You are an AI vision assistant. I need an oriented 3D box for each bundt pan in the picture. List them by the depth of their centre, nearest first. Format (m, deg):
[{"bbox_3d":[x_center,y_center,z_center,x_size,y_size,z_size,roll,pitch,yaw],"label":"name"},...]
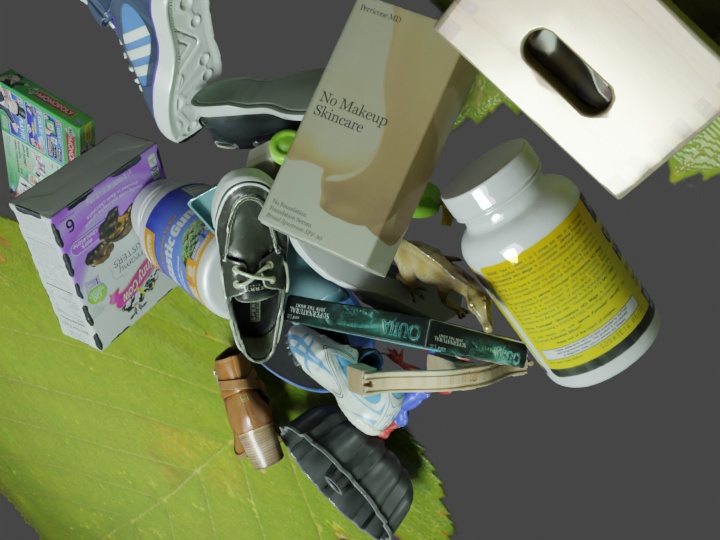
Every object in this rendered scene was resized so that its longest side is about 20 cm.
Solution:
[{"bbox_3d":[-0.010,0.250,1.078,0.202,0.076,0.202,39,156,21],"label":"bundt pan"}]

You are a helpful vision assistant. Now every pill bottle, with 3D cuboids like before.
[{"bbox_3d":[0.159,-0.008,0.718,0.112,0.112,0.200,-22,111,46],"label":"pill bottle"},{"bbox_3d":[-0.172,-0.034,0.920,0.200,0.112,0.112,29,143,44],"label":"pill bottle"}]

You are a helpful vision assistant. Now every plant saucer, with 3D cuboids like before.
[{"bbox_3d":[-0.086,-0.021,0.828,0.070,0.019,0.200,-27,133,11],"label":"plant saucer"}]

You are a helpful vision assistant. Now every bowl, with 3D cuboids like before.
[{"bbox_3d":[-0.078,0.068,1.022,0.200,0.039,0.201,21,136,22],"label":"bowl"}]

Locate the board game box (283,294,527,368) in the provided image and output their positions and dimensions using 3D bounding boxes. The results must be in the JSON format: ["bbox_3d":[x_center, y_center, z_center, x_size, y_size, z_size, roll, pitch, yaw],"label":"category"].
[{"bbox_3d":[0.039,0.057,0.794,0.135,0.028,0.200,16,174,-40],"label":"board game box"}]

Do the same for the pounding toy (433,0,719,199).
[{"bbox_3d":[0.134,-0.168,0.561,0.200,0.184,0.142,42,128,-2],"label":"pounding toy"}]

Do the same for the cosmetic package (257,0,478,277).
[{"bbox_3d":[0.010,-0.107,0.681,0.105,0.201,0.071,23,179,17],"label":"cosmetic package"}]

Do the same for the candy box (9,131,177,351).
[{"bbox_3d":[-0.298,-0.035,0.998,0.071,0.168,0.200,19,136,27],"label":"candy box"}]

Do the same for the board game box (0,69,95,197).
[{"bbox_3d":[-0.403,-0.144,1.088,0.134,0.029,0.200,30,138,10],"label":"board game box"}]

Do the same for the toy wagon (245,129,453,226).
[{"bbox_3d":[-0.007,-0.076,0.804,0.199,0.040,0.155,6,156,3],"label":"toy wagon"}]

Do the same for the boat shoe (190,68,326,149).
[{"bbox_3d":[-0.070,-0.149,0.802,0.200,0.076,0.060,10,139,34],"label":"boat shoe"}]

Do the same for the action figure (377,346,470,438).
[{"bbox_3d":[0.048,0.117,0.950,0.099,0.065,0.200,38,140,-7],"label":"action figure"}]

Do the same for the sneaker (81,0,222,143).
[{"bbox_3d":[-0.217,-0.239,0.834,0.146,0.081,0.200,35,145,21],"label":"sneaker"}]

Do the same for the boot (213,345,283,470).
[{"bbox_3d":[-0.163,0.182,1.158,0.200,0.076,0.156,176,74,-83],"label":"boot"}]

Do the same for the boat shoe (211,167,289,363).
[{"bbox_3d":[-0.097,0.000,0.786,0.070,0.064,0.200,-8,129,-9],"label":"boat shoe"}]

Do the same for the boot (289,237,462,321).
[{"bbox_3d":[0.000,0.000,0.836,0.200,0.074,0.096,31,161,-23],"label":"boot"}]

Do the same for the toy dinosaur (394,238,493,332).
[{"bbox_3d":[0.052,-0.008,0.749,0.200,0.058,0.101,31,174,28],"label":"toy dinosaur"}]

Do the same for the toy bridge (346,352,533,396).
[{"bbox_3d":[0.089,0.099,0.816,0.067,0.199,0.027,8,100,61],"label":"toy bridge"}]

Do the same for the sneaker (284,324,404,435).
[{"bbox_3d":[-0.017,0.104,0.905,0.072,0.073,0.200,40,177,-38],"label":"sneaker"}]
